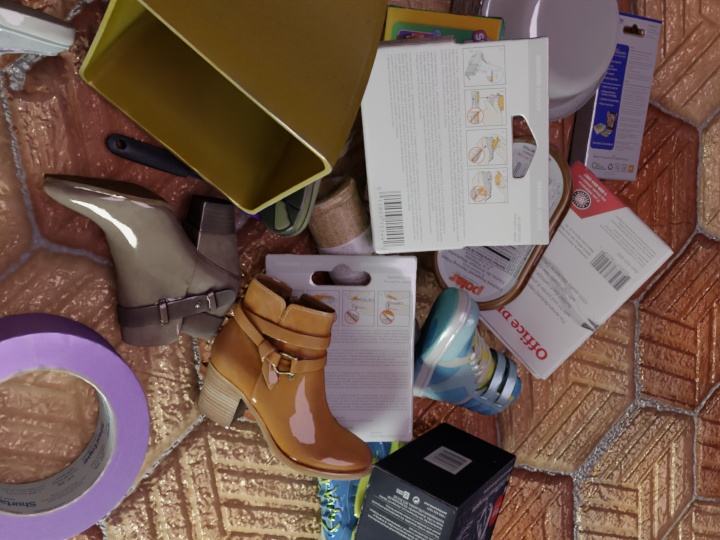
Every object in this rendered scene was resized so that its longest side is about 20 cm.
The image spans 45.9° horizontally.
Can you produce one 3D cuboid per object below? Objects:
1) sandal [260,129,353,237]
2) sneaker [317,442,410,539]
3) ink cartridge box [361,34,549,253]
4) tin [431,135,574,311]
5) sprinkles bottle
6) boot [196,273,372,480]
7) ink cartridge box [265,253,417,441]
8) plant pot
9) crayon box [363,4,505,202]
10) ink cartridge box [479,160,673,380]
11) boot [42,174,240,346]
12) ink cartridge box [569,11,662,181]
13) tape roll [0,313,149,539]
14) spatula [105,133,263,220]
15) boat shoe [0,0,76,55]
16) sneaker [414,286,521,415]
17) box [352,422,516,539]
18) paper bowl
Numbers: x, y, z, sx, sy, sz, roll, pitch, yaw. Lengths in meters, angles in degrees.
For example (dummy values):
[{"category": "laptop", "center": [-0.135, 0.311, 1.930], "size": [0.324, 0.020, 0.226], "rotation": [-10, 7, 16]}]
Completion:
[{"category": "sandal", "center": [-0.044, -0.129, 0.851], "size": [0.057, 0.079, 0.203], "rotation": [18, 93, -47]}, {"category": "sneaker", "center": [-0.027, 0.245, 0.964], "size": [0.104, 0.076, 0.202], "rotation": [31, 79, -20]}, {"category": "ink cartridge box", "center": [0.091, -0.120, 0.817], "size": [0.173, 0.045, 0.203], "rotation": [-2, 112, 7]}, {"category": "tin", "center": [0.153, -0.052, 0.928], "size": [0.202, 0.111, 0.042], "rotation": [-62, 160, 5]}, {"category": "sprinkles bottle", "center": [0.000, 0.000, 0.911], "size": [0.068, 0.068, 0.202], "rotation": [-34, 117, -19]}, {"category": "boot", "center": [-0.053, 0.107, 0.836], "size": [0.198, 0.074, 0.156], "rotation": [25, 105, -3]}, {"category": "ink cartridge box", "center": [-0.023, 0.080, 0.898], "size": [0.160, 0.050, 0.203], "rotation": [1, 99, -3]}, {"category": "plant pot", "center": [-0.093, -0.194, 0.727], "size": [0.199, 0.199, 0.177], "rotation": [39, 68, -17]}, {"category": "crayon box", "center": [0.077, -0.163, 0.883], "size": [0.117, 0.058, 0.203], "rotation": [10, 101, 11]}, {"category": "ink cartridge box", "center": [0.227, 0.002, 0.965], "size": [0.200, 0.083, 0.147], "rotation": [-46, 77, 10]}, {"category": "boot", "center": [-0.203, -0.003, 0.794], "size": [0.198, 0.070, 0.148], "rotation": [9, 104, -27]}, {"category": "ink cartridge box", "center": [0.318, -0.215, 1.065], "size": [0.094, 0.037, 0.203], "rotation": [0, 105, -30]}, {"category": "tape roll", "center": [-0.297, 0.145, 0.774], "size": [0.198, 0.065, 0.203], "rotation": [-8, 106, -30]}, {"category": "spatula", "center": [-0.150, -0.093, 0.825], "size": [0.198, 0.020, 0.057], "rotation": [15, 82, -30]}, {"category": "boat shoe", "center": [-0.332, -0.187, 0.674], "size": [0.198, 0.070, 0.072], "rotation": [4, 111, -27]}, {"category": "sneaker", "center": [0.128, 0.092, 0.928], "size": [0.129, 0.201, 0.080], "rotation": [18, 61, -1]}, {"category": "box", "center": [0.076, 0.293, 0.950], "size": [0.199, 0.103, 0.185], "rotation": [-10, 118, -62]}, {"category": "paper bowl", "center": [0.205, -0.268, 0.945], "size": [0.198, 0.104, 0.204], "rotation": [-8, 107, -28]}]
